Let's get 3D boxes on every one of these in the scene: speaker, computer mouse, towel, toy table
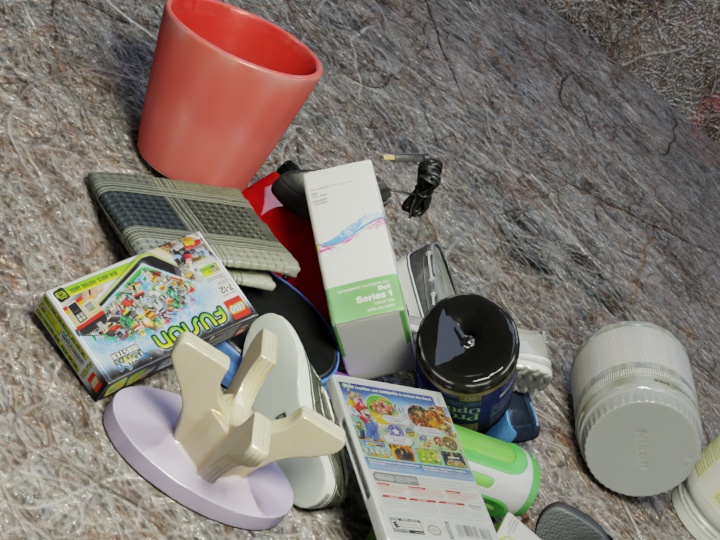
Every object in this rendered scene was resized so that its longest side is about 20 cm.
[{"bbox_3d":[0.097,0.206,1.656,0.199,0.089,0.089,22,31,-32],"label":"speaker"},{"bbox_3d":[0.000,-0.093,1.801,0.198,0.141,0.046,5,64,-14],"label":"computer mouse"},{"bbox_3d":[-0.183,-0.044,1.677,0.199,0.035,0.193,5,28,-33],"label":"towel"},{"bbox_3d":[-0.122,0.144,1.421,0.199,0.117,0.185,27,28,-28],"label":"toy table"}]

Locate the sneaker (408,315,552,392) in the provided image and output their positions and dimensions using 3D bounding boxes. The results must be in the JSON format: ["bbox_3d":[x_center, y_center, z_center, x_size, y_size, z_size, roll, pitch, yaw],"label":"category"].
[{"bbox_3d":[0.131,0.087,1.832,0.198,0.075,0.083,16,50,-9],"label":"sneaker"}]

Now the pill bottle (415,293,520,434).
[{"bbox_3d":[0.116,0.115,1.700,0.112,0.111,0.200,51,-15,22],"label":"pill bottle"}]

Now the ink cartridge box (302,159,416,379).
[{"bbox_3d":[0.000,0.000,1.726,0.145,0.083,0.201,75,3,-59],"label":"ink cartridge box"}]

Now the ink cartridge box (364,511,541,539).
[{"bbox_3d":[0.112,0.295,1.545,0.200,0.076,0.148,42,25,3],"label":"ink cartridge box"}]

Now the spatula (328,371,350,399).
[{"bbox_3d":[0.035,0.167,1.709,0.199,0.021,0.057,35,27,-14],"label":"spatula"}]

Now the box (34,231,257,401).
[{"bbox_3d":[-0.204,0.041,1.491,0.199,0.035,0.110,-25,73,-45],"label":"box"}]

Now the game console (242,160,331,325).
[{"bbox_3d":[-0.060,-0.022,1.889,0.200,0.119,0.172,47,-5,13],"label":"game console"}]

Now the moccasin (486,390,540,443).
[{"bbox_3d":[0.166,0.131,1.898,0.068,0.081,0.201,10,51,-31],"label":"moccasin"}]

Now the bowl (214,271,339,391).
[{"bbox_3d":[-0.108,0.064,1.647,0.200,0.039,0.201,29,28,-17],"label":"bowl"}]

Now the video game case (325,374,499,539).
[{"bbox_3d":[0.052,0.193,1.522,0.142,0.018,0.201,12,41,-33],"label":"video game case"}]

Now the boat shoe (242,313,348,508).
[{"bbox_3d":[-0.063,0.141,1.538,0.064,0.070,0.202,13,58,-59],"label":"boat shoe"}]

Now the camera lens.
[{"bbox_3d":[0.352,0.172,1.977,0.159,0.160,0.200,34,26,-13],"label":"camera lens"}]

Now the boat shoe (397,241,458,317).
[{"bbox_3d":[0.106,0.058,1.892,0.072,0.068,0.201,26,40,-51],"label":"boat shoe"}]

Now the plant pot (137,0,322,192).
[{"bbox_3d":[-0.167,-0.199,1.807,0.199,0.178,0.201,21,23,-10],"label":"plant pot"}]

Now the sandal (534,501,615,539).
[{"bbox_3d":[0.265,0.324,1.724,0.200,0.076,0.043,42,25,-23],"label":"sandal"}]

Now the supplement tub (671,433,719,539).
[{"bbox_3d":[0.516,0.266,2.005,0.144,0.200,0.145,31,27,-18],"label":"supplement tub"}]
